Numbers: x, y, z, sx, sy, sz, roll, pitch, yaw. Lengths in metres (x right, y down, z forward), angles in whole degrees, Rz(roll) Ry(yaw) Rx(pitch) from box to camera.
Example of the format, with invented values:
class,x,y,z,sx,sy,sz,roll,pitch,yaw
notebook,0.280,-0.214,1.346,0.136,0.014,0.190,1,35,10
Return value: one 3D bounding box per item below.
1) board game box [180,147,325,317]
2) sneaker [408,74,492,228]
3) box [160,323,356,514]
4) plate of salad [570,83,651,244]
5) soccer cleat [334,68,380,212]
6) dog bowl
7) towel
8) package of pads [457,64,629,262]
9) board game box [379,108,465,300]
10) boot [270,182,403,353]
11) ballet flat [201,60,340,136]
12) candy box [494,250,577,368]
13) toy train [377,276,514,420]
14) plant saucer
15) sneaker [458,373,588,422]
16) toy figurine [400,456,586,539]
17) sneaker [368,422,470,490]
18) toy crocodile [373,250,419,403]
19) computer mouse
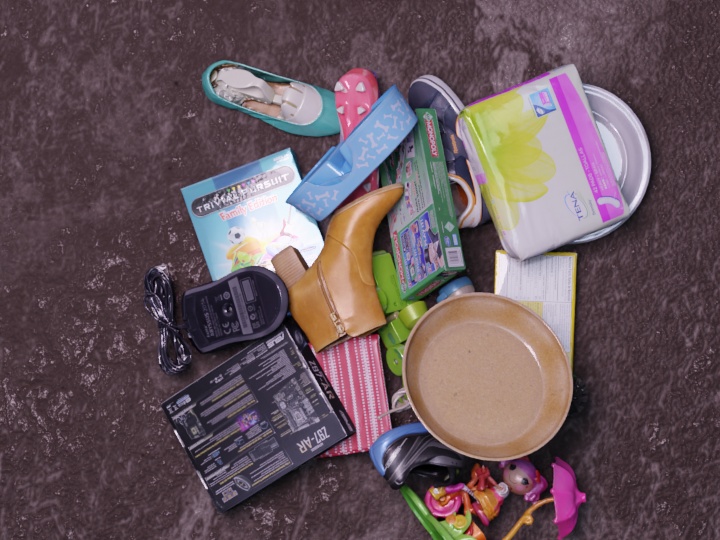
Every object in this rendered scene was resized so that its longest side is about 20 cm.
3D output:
class,x,y,z,sx,sy,sz,roll,pitch,yaw
board game box,-0.123,-0.035,1.545,0.151,0.047,0.200,-20,87,4
sneaker,0.103,-0.145,1.504,0.079,0.078,0.200,-27,86,-31
box,-0.128,0.184,1.511,0.200,0.044,0.160,-34,80,14
plate of salad,0.260,-0.133,1.516,0.200,0.048,0.201,1,99,8
soccer cleat,0.001,-0.154,1.531,0.067,0.076,0.201,7,109,24
dog bowl,-0.008,-0.133,1.438,0.050,0.112,0.200,43,121,-8
towel,-0.060,0.163,1.525,0.200,0.022,0.145,-10,87,17
package of pads,0.214,-0.125,1.453,0.154,0.068,0.200,-22,94,-3
board game box,0.070,-0.077,1.471,0.029,0.135,0.200,-4,75,-21
boot,-0.001,0.000,1.474,0.201,0.071,0.144,-34,79,12
ballet flat,-0.109,-0.218,1.538,0.200,0.070,0.068,16,86,5
candy box,0.216,0.076,1.523,0.102,0.026,0.201,2,89,4
toy train,0.080,0.089,1.462,0.200,0.085,0.116,-22,68,-22
plant saucer,0.142,0.124,1.387,0.200,0.035,0.201,4,65,-10
sneaker,0.166,0.156,1.459,0.200,0.085,0.078,-8,112,-15
toy figurine,0.178,0.290,1.489,0.184,0.150,0.200,-35,61,-10
sneaker,0.106,0.219,1.474,0.199,0.071,0.083,-12,68,-28
toy crocodile,0.045,0.071,1.524,0.067,0.062,0.200,-18,83,-35
computer mouse,-0.168,0.046,1.501,0.200,0.053,0.139,-13,87,24
